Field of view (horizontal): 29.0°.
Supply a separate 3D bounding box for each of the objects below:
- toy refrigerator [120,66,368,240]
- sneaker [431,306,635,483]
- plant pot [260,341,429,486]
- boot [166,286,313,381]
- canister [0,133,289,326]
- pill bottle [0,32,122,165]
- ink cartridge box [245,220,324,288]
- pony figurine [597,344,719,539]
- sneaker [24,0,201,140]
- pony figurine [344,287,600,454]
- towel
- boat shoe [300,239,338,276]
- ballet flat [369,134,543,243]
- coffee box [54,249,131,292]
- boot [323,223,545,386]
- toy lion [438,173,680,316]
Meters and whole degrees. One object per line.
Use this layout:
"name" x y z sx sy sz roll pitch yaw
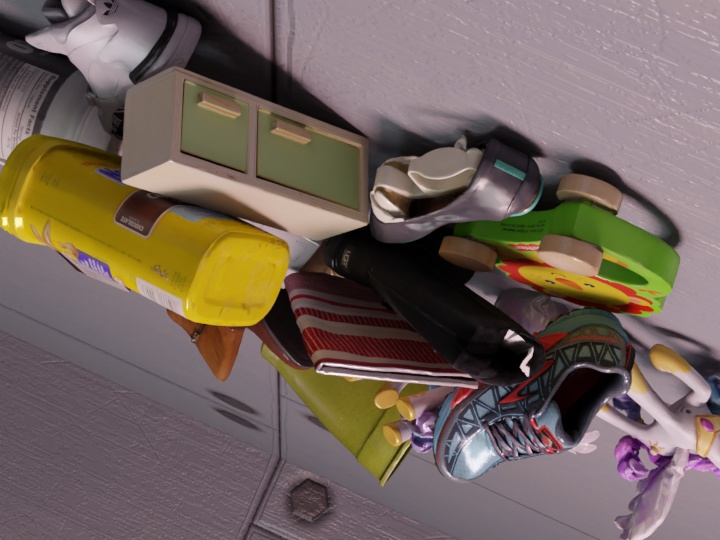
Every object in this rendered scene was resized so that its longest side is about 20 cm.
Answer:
"toy refrigerator" -0.083 -0.087 1.076 0.199 0.077 0.070 16 157 -41
"sneaker" 0.140 0.116 1.150 0.079 0.200 0.096 40 -163 -28
"plant pot" 0.004 0.092 1.483 0.192 0.201 0.200 34 166 7
"boot" -0.126 0.063 1.427 0.188 0.068 0.200 48 141 12
"canister" -0.172 -0.030 1.118 0.199 0.087 0.148 25 -174 23
"pill bottle" -0.296 -0.145 1.263 0.199 0.114 0.114 22 165 11
"ink cartridge box" -0.111 -0.076 1.259 0.175 0.084 0.200 29 164 -6
"pony figurine" 0.291 0.156 1.303 0.200 0.167 0.193 42 158 -1
"sneaker" -0.204 -0.174 1.103 0.114 0.076 0.200 29 159 -15
"pony figurine" 0.108 0.093 1.278 0.193 0.199 0.168 28 135 53
"towel" 0.016 0.047 1.188 0.143 0.023 0.200 5 -162 -12
"boat shoe" 0.000 0.000 1.379 0.199 0.072 0.065 19 155 14
"ballet flat" 0.053 -0.066 1.068 0.073 0.073 0.199 33 157 -29
"coffee box" -0.289 -0.070 1.501 0.079 0.114 0.200 20 163 19
"boot" 0.085 0.025 1.146 0.164 0.066 0.200 1 -159 -38
"toy lion" 0.175 -0.007 1.100 0.191 0.069 0.200 25 168 -29
